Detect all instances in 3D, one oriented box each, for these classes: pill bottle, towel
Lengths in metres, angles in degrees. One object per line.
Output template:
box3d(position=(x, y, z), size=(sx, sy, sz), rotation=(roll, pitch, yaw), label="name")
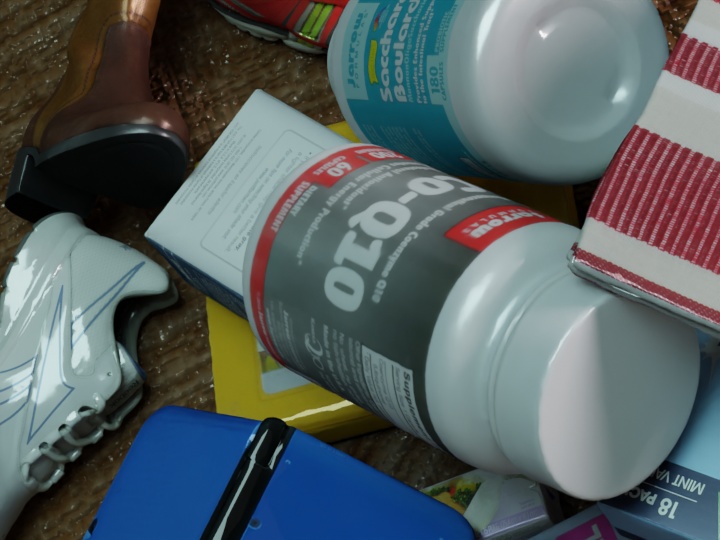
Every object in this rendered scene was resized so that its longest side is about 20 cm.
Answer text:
box3d(position=(0.056, -0.100, 1.397), size=(0.111, 0.111, 0.200), rotation=(-57, 24, -12), label="pill bottle")
box3d(position=(0.048, 0.022, 1.271), size=(0.200, 0.114, 0.114), rotation=(25, 75, 47), label="pill bottle")
box3d(position=(0.189, -0.051, 1.204), size=(0.144, 0.023, 0.200), rotation=(24, 64, 13), label="towel")

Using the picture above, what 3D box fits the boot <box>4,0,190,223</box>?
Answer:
box3d(position=(-0.116, -0.129, 1.534), size=(0.068, 0.188, 0.201), rotation=(21, 74, -15), label="boot")

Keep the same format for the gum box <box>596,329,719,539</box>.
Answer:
box3d(position=(0.222, 0.049, 1.247), size=(0.170, 0.045, 0.200), rotation=(20, 74, 29), label="gum box")

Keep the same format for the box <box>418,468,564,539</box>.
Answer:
box3d(position=(0.002, 0.143, 1.404), size=(0.199, 0.041, 0.039), rotation=(-22, 59, 12), label="box")

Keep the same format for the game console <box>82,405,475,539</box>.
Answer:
box3d(position=(-0.065, 0.179, 1.380), size=(0.170, 0.118, 0.200), rotation=(27, 76, -1), label="game console")

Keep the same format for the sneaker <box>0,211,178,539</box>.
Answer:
box3d(position=(-0.164, 0.066, 1.498), size=(0.087, 0.075, 0.201), rotation=(18, 75, 18), label="sneaker")

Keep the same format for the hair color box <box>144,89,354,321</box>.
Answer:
box3d(position=(0.000, 0.000, 1.432), size=(0.200, 0.061, 0.100), rotation=(31, 79, 31), label="hair color box")

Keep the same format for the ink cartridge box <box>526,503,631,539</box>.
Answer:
box3d(position=(0.059, 0.203, 1.351), size=(0.200, 0.042, 0.120), rotation=(-29, 56, 9), label="ink cartridge box")

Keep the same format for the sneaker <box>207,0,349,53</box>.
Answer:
box3d(position=(-0.014, -0.152, 1.537), size=(0.199, 0.085, 0.077), rotation=(13, 71, 28), label="sneaker")

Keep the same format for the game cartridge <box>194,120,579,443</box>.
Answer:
box3d(position=(0.015, -0.005, 1.481), size=(0.199, 0.032, 0.177), rotation=(-16, 59, 16), label="game cartridge")
